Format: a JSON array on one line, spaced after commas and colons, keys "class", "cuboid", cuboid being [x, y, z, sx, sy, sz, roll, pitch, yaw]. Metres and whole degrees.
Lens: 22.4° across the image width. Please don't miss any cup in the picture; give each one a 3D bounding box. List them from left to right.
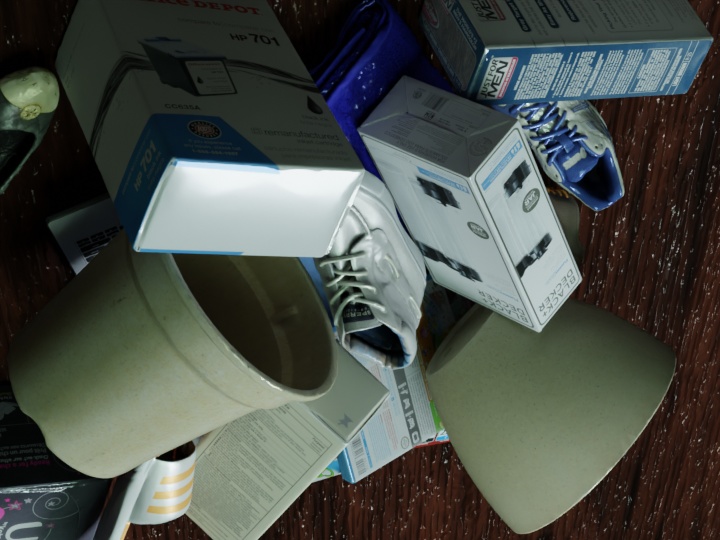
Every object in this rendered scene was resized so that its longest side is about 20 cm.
[{"class": "cup", "cuboid": [0.140, 0.094, 1.497, 0.143, 0.200, 0.200, 41, 114, -7]}]

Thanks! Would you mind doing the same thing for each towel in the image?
[{"class": "towel", "cuboid": [0.016, -0.101, 1.402, 0.148, 0.050, 0.200, -51, 144, -5]}]

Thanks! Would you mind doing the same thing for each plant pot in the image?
[{"class": "plant pot", "cuboid": [-0.150, 0.051, 1.333, 0.183, 0.201, 0.200, -34, 142, 21]}]

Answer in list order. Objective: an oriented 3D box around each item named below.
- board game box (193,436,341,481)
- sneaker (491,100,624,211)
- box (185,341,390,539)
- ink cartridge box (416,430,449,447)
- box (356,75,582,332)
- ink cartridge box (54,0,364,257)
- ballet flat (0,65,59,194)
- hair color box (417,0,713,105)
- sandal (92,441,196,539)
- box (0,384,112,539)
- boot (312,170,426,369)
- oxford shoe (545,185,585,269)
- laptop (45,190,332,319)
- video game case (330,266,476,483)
[{"class": "board game box", "cuboid": [-0.089, 0.141, 1.587, 0.200, 0.035, 0.126, -19, 126, 27]}, {"class": "sneaker", "cuboid": [0.161, -0.120, 1.470, 0.075, 0.088, 0.200, -37, 140, 15]}, {"class": "box", "cuboid": [-0.071, 0.140, 1.481, 0.200, 0.095, 0.078, -48, 178, 43]}, {"class": "ink cartridge box", "cuboid": [0.047, 0.077, 1.637, 0.200, 0.084, 0.176, -8, 138, -22]}, {"class": "box", "cuboid": [0.087, -0.048, 1.387, 0.060, 0.117, 0.200, -51, 143, -18]}, {"class": "ink cartridge box", "cuboid": [-0.107, -0.105, 1.242, 0.146, 0.200, 0.086, 1, 133, -32]}, {"class": "ballet flat", "cuboid": [-0.273, -0.067, 1.308, 0.066, 0.057, 0.200, 14, 127, -41]}, {"class": "hair color box", "cuboid": [0.155, -0.183, 1.383, 0.200, 0.100, 0.061, -5, 139, -25]}, {"class": "sandal", "cuboid": [-0.170, 0.183, 1.476, 0.059, 0.079, 0.207, 18, 119, -13]}, {"class": "box", "cuboid": [-0.305, 0.203, 1.557, 0.132, 0.115, 0.200, -3, 136, -27]}, {"class": "boot", "cuboid": [0.000, 0.000, 1.370, 0.073, 0.096, 0.200, -13, 147, 22]}, {"class": "oxford shoe", "cuboid": [0.136, -0.051, 1.506, 0.073, 0.071, 0.200, -52, 144, -15]}, {"class": "laptop", "cuboid": [-0.122, 0.006, 1.424, 0.187, 0.116, 0.200, -23, 160, -5]}, {"class": "video game case", "cuboid": [0.051, 0.073, 1.539, 0.200, 0.018, 0.143, -28, 118, -28]}]
